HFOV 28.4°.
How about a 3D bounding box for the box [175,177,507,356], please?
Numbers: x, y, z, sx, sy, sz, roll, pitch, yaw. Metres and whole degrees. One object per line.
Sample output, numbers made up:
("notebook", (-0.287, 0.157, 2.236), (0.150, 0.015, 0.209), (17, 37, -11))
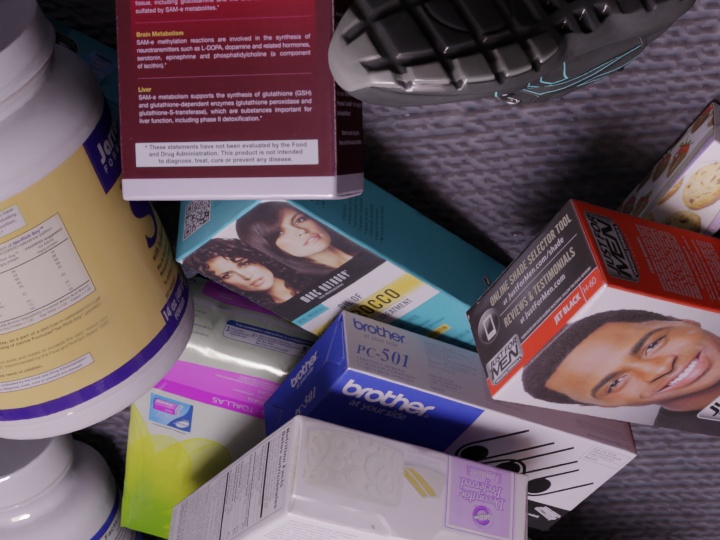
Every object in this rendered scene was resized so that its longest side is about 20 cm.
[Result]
("box", (0.000, 0.000, 0.802), (0.200, 0.049, 0.082), (29, 134, -33))

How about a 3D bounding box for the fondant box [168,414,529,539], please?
("fondant box", (-0.014, 0.154, 0.826), (0.144, 0.058, 0.200), (17, 152, -21))

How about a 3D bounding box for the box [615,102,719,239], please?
("box", (0.153, -0.008, 0.803), (0.041, 0.039, 0.200), (29, 129, -11))

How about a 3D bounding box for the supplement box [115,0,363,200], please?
("supplement box", (-0.057, -0.134, 0.675), (0.108, 0.061, 0.201), (1, 96, 14))

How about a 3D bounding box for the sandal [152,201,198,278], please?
("sandal", (-0.074, -0.069, 0.813), (0.076, 0.043, 0.200), (42, 133, -10))

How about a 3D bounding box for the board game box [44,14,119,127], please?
("board game box", (-0.224, -0.087, 0.822), (0.200, 0.047, 0.151), (26, 129, -9))

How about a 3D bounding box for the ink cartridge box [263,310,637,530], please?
("ink cartridge box", (0.053, 0.092, 0.833), (0.199, 0.044, 0.094), (19, 133, -26))

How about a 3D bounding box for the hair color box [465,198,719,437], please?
("hair color box", (0.168, 0.033, 0.769), (0.199, 0.061, 0.102), (12, 135, -30))

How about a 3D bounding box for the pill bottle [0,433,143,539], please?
("pill bottle", (-0.214, 0.190, 1.000), (0.112, 0.112, 0.200), (-6, 127, 17))

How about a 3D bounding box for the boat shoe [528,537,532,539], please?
("boat shoe", (0.119, 0.231, 0.986), (0.200, 0.065, 0.074), (28, 128, -10))

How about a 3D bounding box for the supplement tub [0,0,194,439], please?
("supplement tub", (-0.183, -0.029, 0.735), (0.145, 0.146, 0.200), (-7, 126, 18))

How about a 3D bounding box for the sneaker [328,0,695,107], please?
("sneaker", (0.073, -0.104, 0.674), (0.199, 0.076, 0.079), (-17, 155, -26))

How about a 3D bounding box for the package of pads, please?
("package of pads", (-0.070, 0.104, 0.928), (0.154, 0.068, 0.200), (15, 130, 3))
